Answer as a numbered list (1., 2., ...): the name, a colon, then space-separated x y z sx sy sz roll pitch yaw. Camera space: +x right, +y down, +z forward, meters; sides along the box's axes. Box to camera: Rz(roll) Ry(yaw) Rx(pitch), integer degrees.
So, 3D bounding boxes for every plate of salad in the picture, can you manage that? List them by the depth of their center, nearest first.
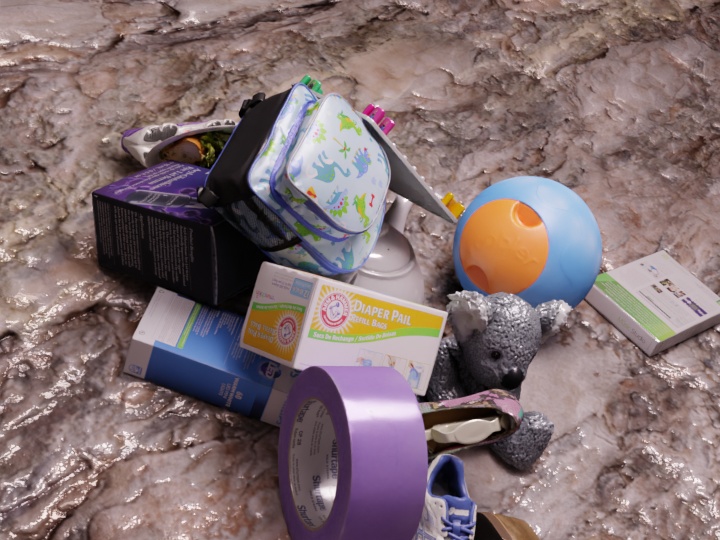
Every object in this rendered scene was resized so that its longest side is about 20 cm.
1. plate of salad: -0.185 -0.143 1.666 0.200 0.200 0.048 0 71 -27

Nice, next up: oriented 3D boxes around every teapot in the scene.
1. teapot: 0.000 0.000 1.596 0.197 0.146 0.200 -1 43 -28

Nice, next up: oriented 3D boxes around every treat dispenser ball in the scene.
1. treat dispenser ball: 0.226 -0.027 1.699 0.201 0.201 0.201 14 37 -11

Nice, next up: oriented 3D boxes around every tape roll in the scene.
1. tape roll: -0.012 0.198 1.293 0.085 0.200 0.200 2 41 -24

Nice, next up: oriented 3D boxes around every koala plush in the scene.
1. koala plush: 0.150 0.104 1.495 0.177 0.200 0.184 6 39 -20

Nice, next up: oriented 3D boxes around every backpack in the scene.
1. backpack: -0.055 -0.093 1.443 0.200 0.147 0.183 48 51 -34

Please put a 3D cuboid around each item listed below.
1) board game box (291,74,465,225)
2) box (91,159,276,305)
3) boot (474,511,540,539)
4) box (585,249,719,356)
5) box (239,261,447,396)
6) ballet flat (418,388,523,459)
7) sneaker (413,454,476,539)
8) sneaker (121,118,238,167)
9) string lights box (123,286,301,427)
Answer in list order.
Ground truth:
1. board game box: 0.022 -0.153 1.559 0.200 0.026 0.200 46 -7 -36
2. box: -0.206 -0.051 1.536 0.200 0.104 0.148 15 29 30
3. boot: 0.190 0.337 1.338 0.075 0.074 0.200 8 35 -35
4. box: 0.439 0.045 1.860 0.200 0.036 0.144 -16 51 -42
5. box: -0.018 0.067 1.412 0.200 0.101 0.112 16 0 -39
6. ballet flat: 0.085 0.181 1.400 0.200 0.069 0.071 -15 5 5
7. sneaker: 0.088 0.284 1.332 0.075 0.088 0.200 10 39 -19
8. sneaker: -0.244 -0.182 1.763 0.200 0.081 0.083 2 13 -40
9. string lights box: -0.162 0.100 1.458 0.200 0.059 0.103 20 36 -3
